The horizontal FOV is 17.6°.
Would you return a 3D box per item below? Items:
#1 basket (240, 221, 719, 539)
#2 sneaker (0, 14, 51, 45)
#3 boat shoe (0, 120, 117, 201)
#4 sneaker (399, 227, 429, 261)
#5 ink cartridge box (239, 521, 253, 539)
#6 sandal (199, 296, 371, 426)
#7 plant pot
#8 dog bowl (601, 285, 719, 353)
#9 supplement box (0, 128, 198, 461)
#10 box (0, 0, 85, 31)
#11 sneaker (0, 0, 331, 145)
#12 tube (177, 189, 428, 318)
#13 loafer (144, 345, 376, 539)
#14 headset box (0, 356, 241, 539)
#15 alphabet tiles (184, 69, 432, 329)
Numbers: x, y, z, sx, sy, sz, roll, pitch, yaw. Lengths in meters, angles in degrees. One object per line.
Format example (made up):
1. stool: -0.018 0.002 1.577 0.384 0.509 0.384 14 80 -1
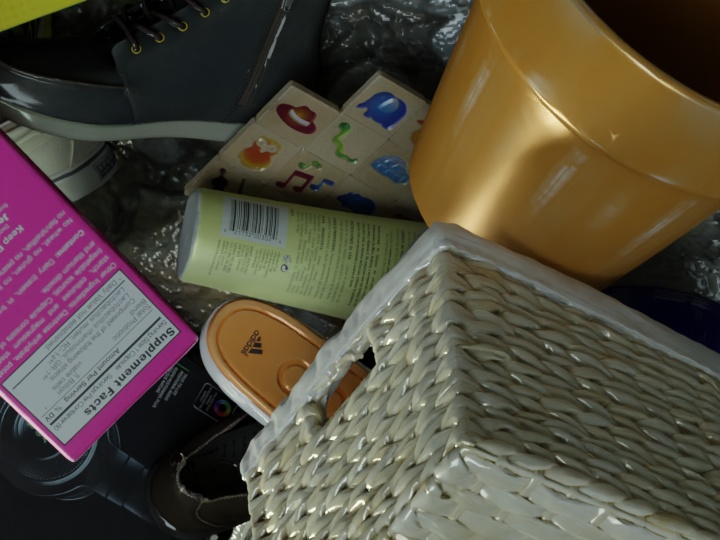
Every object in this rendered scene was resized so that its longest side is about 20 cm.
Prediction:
1. basket: 0.070 0.121 1.158 0.200 0.161 0.198 24 125 -23
2. sneaker: -0.197 -0.166 1.271 0.074 0.085 0.201 13 125 5
3. boat shoe: -0.243 -0.057 1.365 0.199 0.071 0.070 -17 114 21
4. sneaker: 0.113 0.031 1.250 0.199 0.089 0.075 27 123 -10
5. ink cartridge box: 0.025 0.202 1.413 0.200 0.146 0.084 32 125 -7
6. sandal: 0.003 0.083 1.279 0.206 0.079 0.059 33 159 -6
7. plant pot: 0.122 -0.085 1.173 0.200 0.200 0.183 32 129 -7
8. dog bowl: 0.162 0.111 1.358 0.199 0.079 0.201 7 123 10
9. supplement box: -0.197 -0.007 1.257 0.103 0.101 0.200 -43 118 -4
10. box: -0.178 -0.192 1.210 0.199 0.048 0.118 -21 111 -6
11. sneaker: -0.113 -0.131 1.255 0.199 0.075 0.107 1 121 -26
12. tube: 0.000 0.000 1.285 0.199 0.052 0.058 10 123 -12
13. loafer: -0.027 0.098 1.336 0.200 0.071 0.073 -28 85 -13
14. headset box: -0.171 0.122 1.386 0.200 0.174 0.093 34 153 -7
15. alphabet tiles: 0.009 -0.031 1.311 0.200 0.008 0.167 28 128 -28
